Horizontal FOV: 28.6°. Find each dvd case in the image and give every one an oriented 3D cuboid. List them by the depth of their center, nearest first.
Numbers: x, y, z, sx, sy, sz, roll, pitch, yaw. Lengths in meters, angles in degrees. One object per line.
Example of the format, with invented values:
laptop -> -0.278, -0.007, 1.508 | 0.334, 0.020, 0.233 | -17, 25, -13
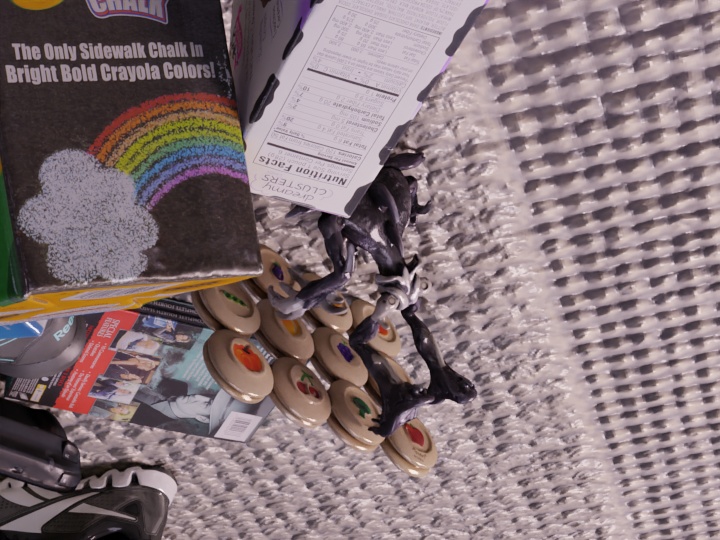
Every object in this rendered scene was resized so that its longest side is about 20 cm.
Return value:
dvd case -> -0.151, 0.072, 1.060 | 0.199, 0.022, 0.146 | 15, 139, -20

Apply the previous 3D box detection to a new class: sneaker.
sneaker -> -0.286, 0.029, 0.939 | 0.199, 0.076, 0.079 | -4, 152, 2
sneaker -> -0.253, 0.219, 1.185 | 0.199, 0.091, 0.067 | -8, 139, 5

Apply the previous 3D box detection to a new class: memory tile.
memory tile -> -0.032, 0.049, 0.933 | 0.200, 0.154, 0.017 | 28, 121, -37

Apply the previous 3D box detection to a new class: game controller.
game controller -> -0.298, 0.108, 1.035 | 0.200, 0.104, 0.042 | 26, 92, -32

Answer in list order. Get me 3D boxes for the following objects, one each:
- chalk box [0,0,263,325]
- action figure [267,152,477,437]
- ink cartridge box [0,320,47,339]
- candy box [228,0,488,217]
chalk box -> -0.139, -0.082, 0.651 | 0.124, 0.201, 0.124 | -6, 174, -38
action figure -> 0.000, 0.000, 0.891 | 0.102, 0.201, 0.119 | -9, -167, 47
ink cartridge box -> -0.277, -0.026, 0.759 | 0.199, 0.085, 0.145 | -4, 147, 27
candy box -> 0.000, -0.153, 0.657 | 0.071, 0.168, 0.200 | 13, 140, -18
